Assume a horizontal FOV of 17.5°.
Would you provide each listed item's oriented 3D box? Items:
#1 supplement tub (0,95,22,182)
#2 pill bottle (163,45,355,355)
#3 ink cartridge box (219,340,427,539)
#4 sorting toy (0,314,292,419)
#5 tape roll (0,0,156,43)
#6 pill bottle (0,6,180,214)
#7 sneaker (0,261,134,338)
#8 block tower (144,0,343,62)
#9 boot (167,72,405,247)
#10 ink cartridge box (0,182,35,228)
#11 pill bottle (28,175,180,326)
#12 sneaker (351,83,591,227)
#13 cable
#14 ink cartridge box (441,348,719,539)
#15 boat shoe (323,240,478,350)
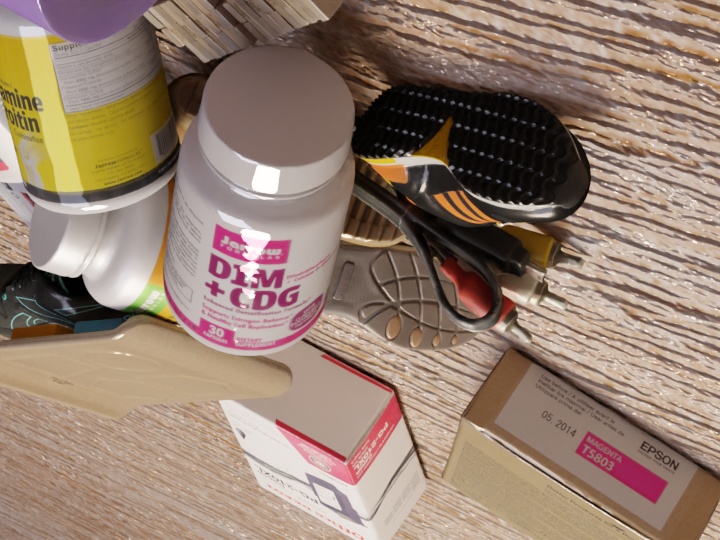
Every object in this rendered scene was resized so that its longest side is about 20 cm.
[{"bbox_3d":[-0.268,-0.172,1.647,0.140,0.141,0.200,15,153,43],"label":"supplement tub"},{"bbox_3d":[-0.064,-0.044,1.497,0.113,0.114,0.201,30,146,12],"label":"pill bottle"},{"bbox_3d":[-0.032,0.153,2.101,0.144,0.085,0.200,27,159,23],"label":"ink cartridge box"},{"bbox_3d":[-0.181,0.071,1.821,0.199,0.037,0.184,-12,157,39],"label":"sorting toy"},{"bbox_3d":[-0.141,-0.227,1.222,0.085,0.201,0.200,29,160,17],"label":"tape roll"},{"bbox_3d":[-0.189,-0.148,1.551,0.111,0.112,0.202,17,129,41],"label":"pill bottle"},{"bbox_3d":[-0.248,0.012,1.919,0.199,0.076,0.080,8,141,33],"label":"sneaker"},{"bbox_3d":[-0.065,-0.176,1.436,0.054,0.058,0.200,41,162,-19],"label":"block tower"},{"bbox_3d":[-0.052,-0.075,1.669,0.199,0.073,0.166,31,174,1],"label":"boot"},{"bbox_3d":[-0.202,-0.062,1.881,0.175,0.084,0.200,17,155,38],"label":"ink cartridge box"},{"bbox_3d":[-0.139,-0.017,1.735,0.199,0.112,0.111,15,170,-27],"label":"pill bottle"},{"bbox_3d":[0.084,-0.060,1.454,0.199,0.070,0.090,19,162,49],"label":"sneaker"},{"bbox_3d":[0.045,-0.021,1.553,0.199,0.097,0.050,30,155,16],"label":"cable"},{"bbox_3d":[0.169,0.163,1.811,0.199,0.075,0.165,33,159,8],"label":"ink cartridge box"},{"bbox_3d":[0.000,0.000,1.682,0.199,0.075,0.073,18,-164,-25],"label":"boat shoe"}]
